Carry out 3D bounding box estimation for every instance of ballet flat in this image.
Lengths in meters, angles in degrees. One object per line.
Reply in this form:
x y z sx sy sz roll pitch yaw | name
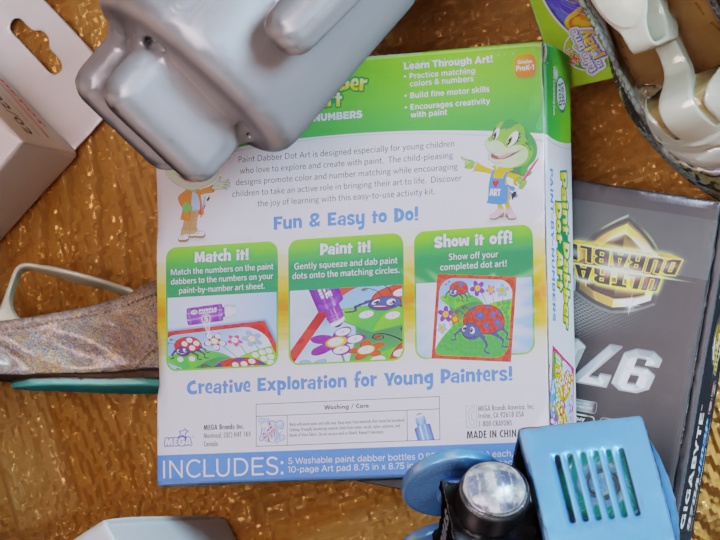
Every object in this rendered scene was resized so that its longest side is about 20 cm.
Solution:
-0.182 0.031 1.476 0.200 0.068 0.067 -3 83 -3 | ballet flat
0.136 -0.099 1.336 0.072 0.072 0.200 -24 111 17 | ballet flat

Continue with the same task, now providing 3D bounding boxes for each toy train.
0.075 0.145 1.331 0.114 0.200 0.087 -5 53 -7 | toy train

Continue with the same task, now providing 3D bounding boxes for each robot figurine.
-0.038 -0.134 1.346 0.200 0.113 0.170 -50 28 -9 | robot figurine

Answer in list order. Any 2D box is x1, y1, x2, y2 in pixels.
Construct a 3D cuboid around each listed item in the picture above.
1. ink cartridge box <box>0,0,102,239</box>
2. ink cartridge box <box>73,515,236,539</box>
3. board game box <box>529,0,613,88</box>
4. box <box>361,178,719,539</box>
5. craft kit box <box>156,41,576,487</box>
-0.229 -0.059 1.511 0.115 0.068 0.200 46 101 16 | ink cartridge box
-0.137 0.227 1.417 0.200 0.145 0.145 -34 76 15 | ink cartridge box
0.127 -0.192 1.353 0.134 0.045 0.200 -12 115 19 | board game box
0.071 0.033 1.408 0.200 0.046 0.159 10 89 21 | box
0.000 0.000 1.389 0.200 0.049 0.198 -3 86 22 | craft kit box
